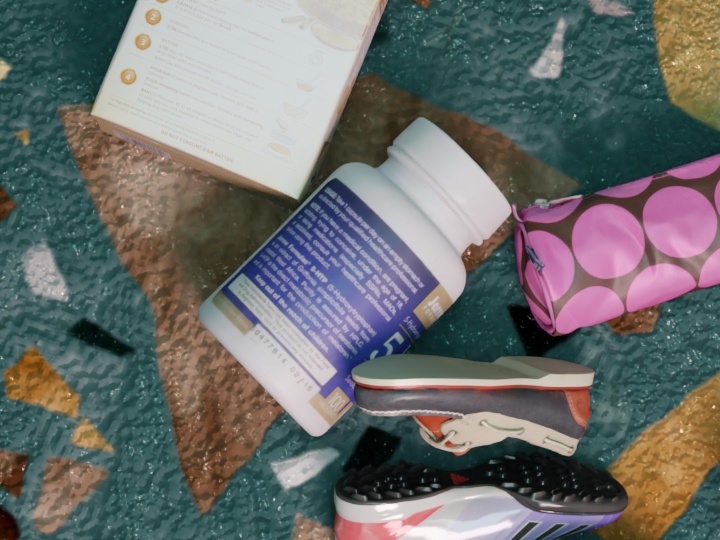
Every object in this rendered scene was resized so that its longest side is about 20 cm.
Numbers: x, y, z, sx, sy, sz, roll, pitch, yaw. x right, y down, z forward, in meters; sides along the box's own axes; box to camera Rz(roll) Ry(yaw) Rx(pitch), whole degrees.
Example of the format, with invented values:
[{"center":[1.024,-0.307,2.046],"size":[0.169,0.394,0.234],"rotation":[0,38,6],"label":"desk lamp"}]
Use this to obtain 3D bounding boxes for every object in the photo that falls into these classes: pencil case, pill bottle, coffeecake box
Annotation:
[{"center":[0.202,-0.027,1.464],"size":[0.198,0.091,0.095],"rotation":[-17,85,-4],"label":"pencil case"},{"center":[0.000,0.000,1.443],"size":[0.120,0.120,0.200],"rotation":[45,87,4],"label":"pill bottle"},{"center":[-0.073,-0.164,1.482],"size":[0.152,0.073,0.202],"rotation":[22,85,2],"label":"coffeecake box"}]

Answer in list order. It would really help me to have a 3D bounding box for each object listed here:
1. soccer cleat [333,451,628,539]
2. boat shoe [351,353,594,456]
[{"center":[0.080,0.169,1.463],"size":[0.198,0.068,0.074],"rotation":[-2,112,-7],"label":"soccer cleat"},{"center":[0.074,0.090,1.422],"size":[0.199,0.071,0.063],"rotation":[3,102,-41],"label":"boat shoe"}]
